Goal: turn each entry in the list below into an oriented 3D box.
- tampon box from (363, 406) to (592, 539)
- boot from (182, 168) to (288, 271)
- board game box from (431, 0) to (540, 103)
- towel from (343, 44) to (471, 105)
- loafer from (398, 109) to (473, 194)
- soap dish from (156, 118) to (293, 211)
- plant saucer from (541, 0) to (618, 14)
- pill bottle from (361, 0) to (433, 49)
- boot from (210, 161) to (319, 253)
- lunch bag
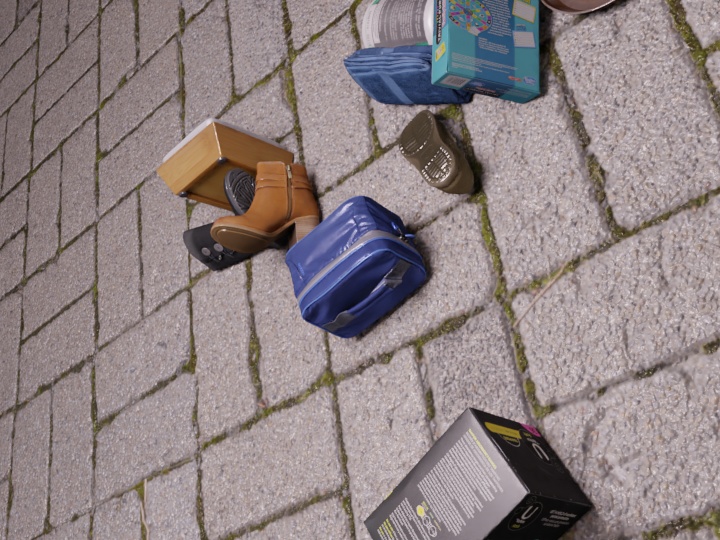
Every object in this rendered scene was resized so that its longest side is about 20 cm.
[{"bbox_3d":[0.133,0.281,0.973,0.201,0.149,0.127,-50,47,16],"label":"tampon box"},{"bbox_3d":[-0.242,-0.085,1.486,0.198,0.166,0.066,-12,32,41],"label":"boot"},{"bbox_3d":[0.176,-0.347,1.169,0.047,0.149,0.203,158,117,-65],"label":"board game box"},{"bbox_3d":[0.071,-0.295,1.295,0.198,0.111,0.049,11,68,46],"label":"towel"},{"bbox_3d":[0.111,-0.168,1.241,0.076,0.067,0.201,-42,34,19],"label":"loafer"},{"bbox_3d":[-0.233,-0.177,1.482,0.156,0.199,0.082,-32,62,30],"label":"soap dish"},{"bbox_3d":[0.332,-0.440,1.159,0.198,0.034,0.203,-18,63,38],"label":"plant saucer"},{"bbox_3d":[0.106,-0.376,1.293,0.198,0.112,0.115,8,78,46],"label":"pill bottle"},{"bbox_3d":[-0.161,-0.111,1.387,0.073,0.198,0.157,-33,59,48],"label":"boot"},{"bbox_3d":[0.000,0.000,1.226,0.199,0.135,0.133,-40,50,24],"label":"lunch bag"}]
